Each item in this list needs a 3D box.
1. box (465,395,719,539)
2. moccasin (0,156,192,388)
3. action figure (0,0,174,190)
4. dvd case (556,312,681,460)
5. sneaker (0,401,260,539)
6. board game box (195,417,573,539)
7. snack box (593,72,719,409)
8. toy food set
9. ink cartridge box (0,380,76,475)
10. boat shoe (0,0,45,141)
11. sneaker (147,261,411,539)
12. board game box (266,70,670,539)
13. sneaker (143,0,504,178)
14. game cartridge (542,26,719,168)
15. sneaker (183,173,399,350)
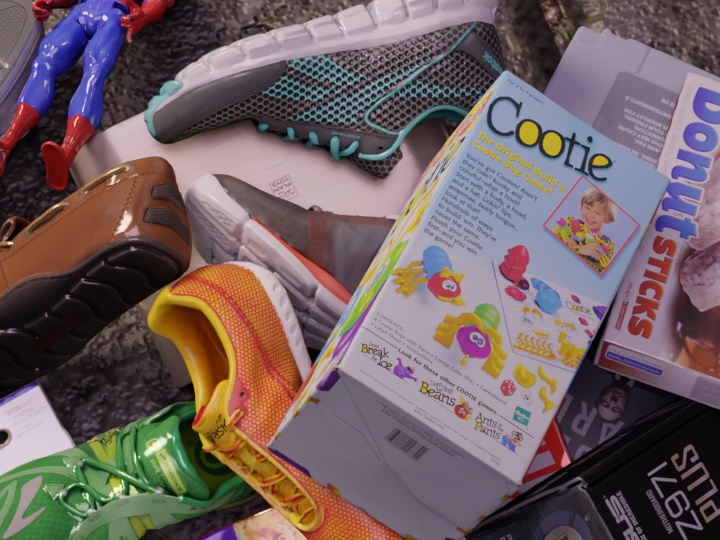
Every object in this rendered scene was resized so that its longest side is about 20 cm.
[{"bbox_3d":[0.170,0.174,1.289,0.164,0.086,0.200,-25,87,-47],"label":"box"},{"bbox_3d":[-0.171,0.001,1.375,0.074,0.201,0.078,24,46,-34],"label":"moccasin"},{"bbox_3d":[-0.146,-0.132,1.425,0.065,0.052,0.200,8,47,18],"label":"action figure"},{"bbox_3d":[0.143,0.057,1.410,0.150,0.025,0.200,27,78,9],"label":"dvd case"},{"bbox_3d":[-0.121,0.108,1.347,0.200,0.084,0.074,-25,77,-29],"label":"sneaker"},{"bbox_3d":[0.035,0.173,1.360,0.200,0.046,0.152,-23,80,4],"label":"board game box"},{"bbox_3d":[0.178,-0.018,1.340,0.072,0.024,0.200,19,50,4],"label":"snack box"},{"bbox_3d":[-0.042,-0.041,1.429,0.200,0.060,0.144,-26,89,-3],"label":"toy food set"},{"bbox_3d":[-0.164,0.168,1.388,0.095,0.037,0.200,-29,79,-5],"label":"ink cartridge box"},{"bbox_3d":[-0.235,-0.063,1.438,0.074,0.065,0.202,19,71,26],"label":"boat shoe"},{"bbox_3d":[-0.042,0.090,1.311,0.077,0.073,0.200,-22,70,-37],"label":"sneaker"},{"bbox_3d":[0.054,0.021,1.283,0.105,0.103,0.200,33,56,-4],"label":"board game box"},{"bbox_3d":[-0.012,-0.088,1.368,0.200,0.078,0.091,-16,91,-2],"label":"sneaker"},{"bbox_3d":[0.183,-0.044,1.405,0.200,0.041,0.133,25,54,8],"label":"game cartridge"},{"bbox_3d":[0.000,0.000,1.374,0.200,0.077,0.082,34,63,-5],"label":"sneaker"}]
